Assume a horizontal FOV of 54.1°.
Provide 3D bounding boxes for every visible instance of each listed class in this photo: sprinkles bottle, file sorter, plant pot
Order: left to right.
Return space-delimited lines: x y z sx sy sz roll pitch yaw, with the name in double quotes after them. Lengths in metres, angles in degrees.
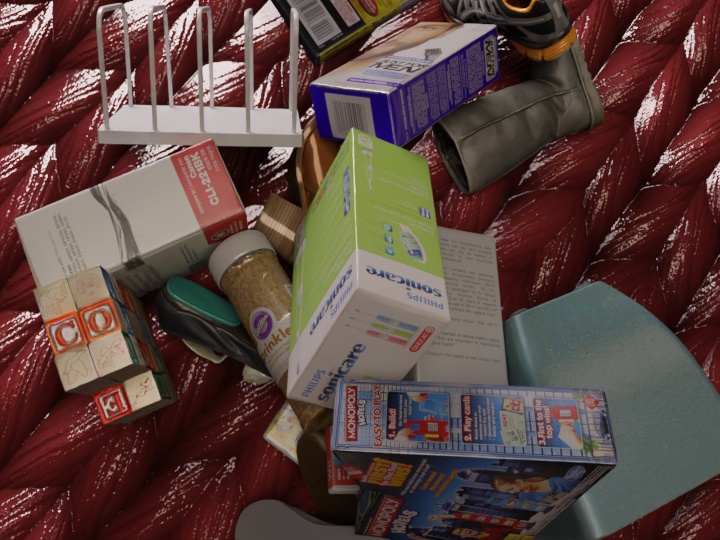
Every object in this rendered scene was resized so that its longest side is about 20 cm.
-0.160 -0.205 0.727 0.195 0.139 0.127 -1 112 -7 "file sorter"
-0.075 0.055 0.684 0.068 0.069 0.201 -30 66 -11 "sprinkles bottle"
0.215 0.131 0.705 0.192 0.197 0.203 -18 76 -19 "plant pot"

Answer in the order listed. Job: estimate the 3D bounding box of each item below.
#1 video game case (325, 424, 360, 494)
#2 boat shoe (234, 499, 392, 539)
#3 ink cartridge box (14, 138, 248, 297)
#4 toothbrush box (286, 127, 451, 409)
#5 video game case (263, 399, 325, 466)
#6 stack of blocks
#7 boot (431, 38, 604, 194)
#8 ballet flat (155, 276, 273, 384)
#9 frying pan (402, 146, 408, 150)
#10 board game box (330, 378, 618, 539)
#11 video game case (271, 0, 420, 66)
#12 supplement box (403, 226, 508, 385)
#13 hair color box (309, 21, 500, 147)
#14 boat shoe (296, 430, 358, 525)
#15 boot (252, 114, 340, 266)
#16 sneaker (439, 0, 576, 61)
0.029 0.123 0.723 0.140 0.017 0.204 7 60 -21 "video game case"
-0.041 0.271 0.680 0.056 0.197 0.070 38 60 -44 "boat shoe"
-0.217 -0.035 0.707 0.197 0.144 0.085 -26 83 -12 "ink cartridge box"
0.000 0.000 0.623 0.085 0.146 0.202 18 42 -18 "toothbrush box"
0.025 0.163 0.766 0.199 0.023 0.183 36 77 -1 "video game case"
-0.229 0.078 0.657 0.058 0.200 0.117 -21 82 -11 "stack of blocks"
0.172 -0.207 0.835 0.197 0.073 0.185 -23 81 -4 "boot"
-0.126 0.075 0.744 0.197 0.073 0.074 25 77 -5 "ballet flat"
0.038 -0.138 0.806 0.115 0.031 0.193 39 48 -29 "frying pan"
0.064 0.154 0.563 0.196 0.202 0.063 12 49 -7 "board game box"
-0.036 -0.376 0.854 0.179 0.026 0.202 -34 85 -11 "video game case"
0.074 0.069 0.689 0.101 0.101 0.204 7 66 -20 "supplement box"
0.053 -0.203 0.752 0.108 0.066 0.199 17 41 37 "hair color box"
0.014 0.238 0.712 0.201 0.071 0.064 49 43 10 "boat shoe"
-0.016 -0.082 0.787 0.153 0.074 0.203 28 76 -9 "boot"
0.162 -0.313 0.807 0.078 0.077 0.199 -47 51 -8 "sneaker"
